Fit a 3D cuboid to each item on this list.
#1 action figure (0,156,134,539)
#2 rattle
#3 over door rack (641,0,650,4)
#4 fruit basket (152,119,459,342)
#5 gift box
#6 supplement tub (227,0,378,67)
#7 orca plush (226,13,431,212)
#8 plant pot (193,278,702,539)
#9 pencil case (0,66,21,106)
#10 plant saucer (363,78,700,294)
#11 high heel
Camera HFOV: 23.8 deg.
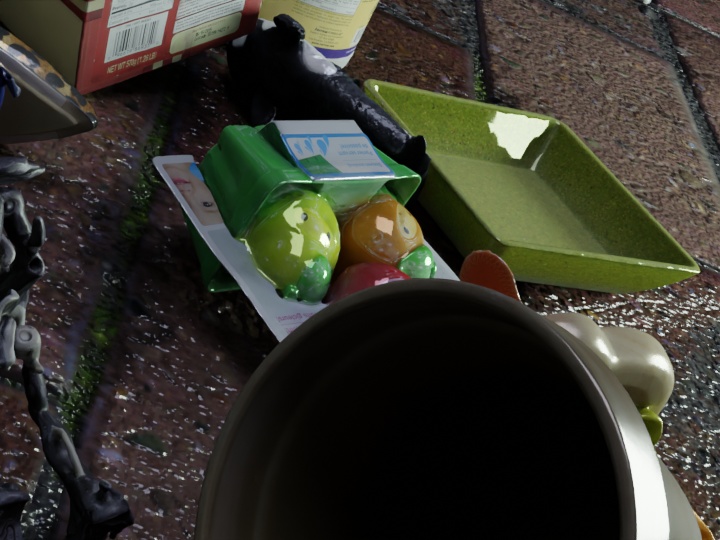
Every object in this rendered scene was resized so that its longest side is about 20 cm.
[{"bbox_3d":[-0.171,0.028,0.702,0.118,0.102,0.201,-13,72,-41],"label":"action figure"},{"bbox_3d":[0.099,0.092,0.823,0.200,0.129,0.144,59,23,-62],"label":"rattle"},{"bbox_3d":[0.268,-0.402,1.975,0.147,0.067,0.201,17,49,-23],"label":"over door rack"},{"bbox_3d":[0.000,0.000,0.957,0.185,0.094,0.200,-5,45,-50],"label":"fruit basket"},{"bbox_3d":[-0.177,-0.236,1.117,0.184,0.201,0.187,-22,58,-41],"label":"gift box"},{"bbox_3d":[-0.035,-0.265,1.282,0.145,0.201,0.146,22,26,-11],"label":"supplement tub"},{"bbox_3d":[-0.039,-0.101,1.166,0.200,0.071,0.105,45,-15,22],"label":"orca plush"},{"bbox_3d":[0.058,0.120,0.714,0.200,0.200,0.173,47,14,34],"label":"plant pot"},{"bbox_3d":[-0.283,-0.116,0.894,0.199,0.087,0.078,29,47,4],"label":"pencil case"},{"bbox_3d":[0.111,-0.050,1.209,0.199,0.048,0.200,7,33,-37],"label":"plant saucer"},{"bbox_3d":[-0.227,-0.143,1.008,0.199,0.072,0.143,21,31,5],"label":"high heel"}]
